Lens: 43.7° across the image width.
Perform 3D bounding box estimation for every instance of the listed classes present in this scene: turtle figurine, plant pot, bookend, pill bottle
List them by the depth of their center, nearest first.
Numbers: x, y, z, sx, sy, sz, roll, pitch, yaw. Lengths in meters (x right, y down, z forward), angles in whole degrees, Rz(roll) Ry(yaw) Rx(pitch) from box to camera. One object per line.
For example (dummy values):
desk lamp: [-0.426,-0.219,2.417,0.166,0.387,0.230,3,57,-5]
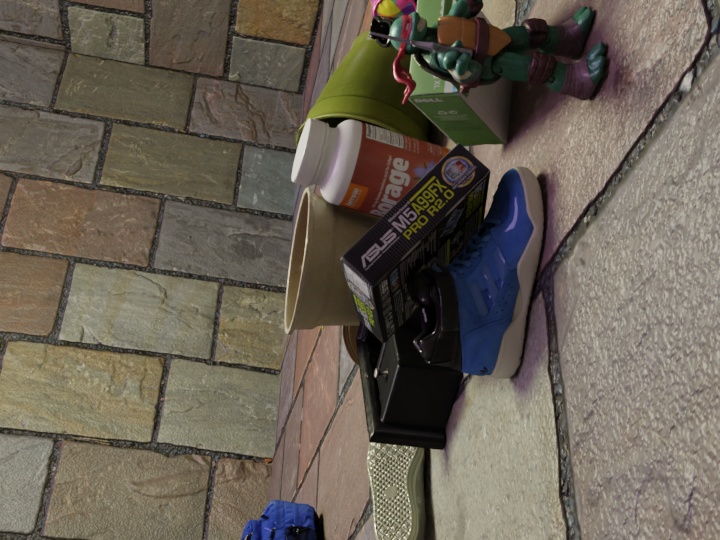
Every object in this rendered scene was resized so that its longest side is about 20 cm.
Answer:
turtle figurine: [0.100,-0.200,0.758,0.101,0.198,0.151,118,158,-62]
bookend: [0.065,0.069,1.070,0.201,0.091,0.200,-99,19,-57]
pill bottle: [0.016,-0.129,1.169,0.112,0.198,0.113,-166,90,-78]
plant pot: [0.000,0.000,1.237,0.200,0.182,0.202,-171,90,-81]
plant pot: [0.026,-0.248,1.346,0.201,0.199,0.194,120,168,-66]

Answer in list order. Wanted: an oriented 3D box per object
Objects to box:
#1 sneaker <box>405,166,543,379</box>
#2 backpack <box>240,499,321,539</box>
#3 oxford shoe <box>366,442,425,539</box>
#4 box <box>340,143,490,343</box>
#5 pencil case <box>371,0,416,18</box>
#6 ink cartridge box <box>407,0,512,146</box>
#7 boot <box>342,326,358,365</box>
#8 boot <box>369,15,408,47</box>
sneaker: [0.103,-0.004,0.846,0.077,0.110,0.202,-154,73,-80]
backpack: [-0.159,0.556,1.794,0.201,0.166,0.164,-91,19,-61]
oxford shoe: [0.049,0.260,1.107,0.058,0.075,0.201,57,-155,-42]
box: [0.058,-0.019,0.910,0.160,0.044,0.200,-45,-17,-10]
pencil case: [0.059,-0.512,1.632,0.201,0.088,0.089,-89,12,-46]
ink cartridge box: [0.095,-0.207,0.903,0.200,0.059,0.105,24,-109,-61]
boot: [0.005,0.049,1.512,0.155,0.076,0.202,-62,-40,-81]
boot: [0.073,-0.330,1.231,0.200,0.129,0.068,-110,30,-70]
